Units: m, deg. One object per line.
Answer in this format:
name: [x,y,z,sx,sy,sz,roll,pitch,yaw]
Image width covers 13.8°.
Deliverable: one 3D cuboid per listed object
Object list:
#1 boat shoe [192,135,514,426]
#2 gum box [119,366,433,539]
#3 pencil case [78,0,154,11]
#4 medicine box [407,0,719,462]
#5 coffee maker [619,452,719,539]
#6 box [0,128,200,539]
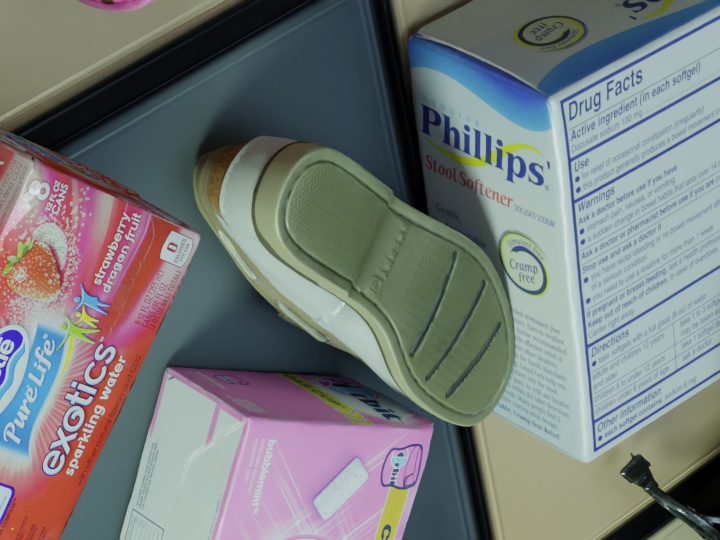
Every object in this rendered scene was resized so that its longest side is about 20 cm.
boat shoe: [0.000,0.000,1.335,0.075,0.068,0.200,-59,136,-16]
gum box: [-0.053,0.150,1.357,0.113,0.066,0.201,5,106,-42]
pencil case: [-0.044,-0.181,1.192,0.200,0.094,0.091,-39,131,-22]
medicine box: [0.130,-0.045,1.409,0.182,0.103,0.201,-29,126,-31]
coffee maker: [0.276,0.089,1.567,0.200,0.135,0.192,-53,139,2]
box: [-0.163,0.045,1.185,0.099,0.095,0.201,24,92,-46]
